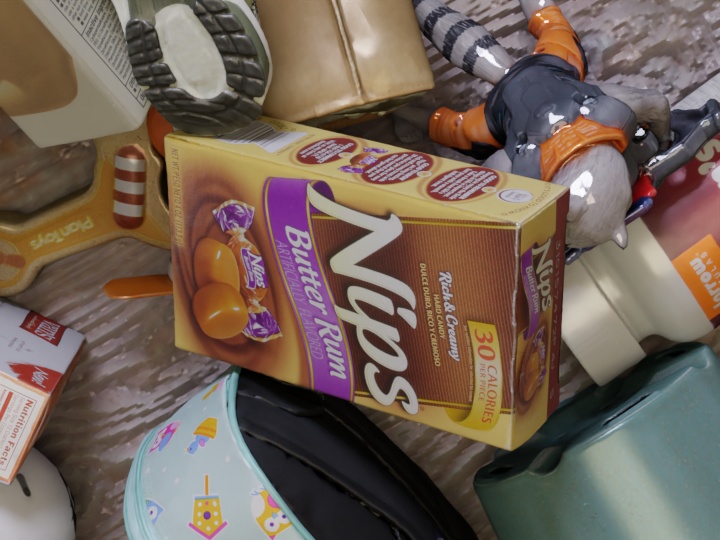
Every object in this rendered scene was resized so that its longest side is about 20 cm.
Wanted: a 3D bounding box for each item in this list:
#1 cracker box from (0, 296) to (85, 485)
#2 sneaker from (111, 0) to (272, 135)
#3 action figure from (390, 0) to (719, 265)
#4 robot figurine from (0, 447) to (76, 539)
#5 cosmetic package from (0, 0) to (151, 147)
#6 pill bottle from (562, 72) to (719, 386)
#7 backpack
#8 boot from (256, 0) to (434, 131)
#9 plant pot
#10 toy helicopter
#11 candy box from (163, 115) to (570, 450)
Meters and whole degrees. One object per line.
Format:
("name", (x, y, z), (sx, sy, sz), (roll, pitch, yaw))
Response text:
("cracker box", (-0.252, 0.030, 0.941), (0.199, 0.134, 0.058), (26, 99, -6))
("sneaker", (-0.094, -0.167, 0.840), (0.076, 0.089, 0.201), (-11, 117, 14))
("action figure", (0.069, -0.060, 0.898), (0.200, 0.194, 0.105), (-40, 128, 0))
("robot figurine", (-0.229, 0.182, 0.976), (0.149, 0.125, 0.201), (19, 104, -6))
("cosmetic package", (-0.169, -0.162, 0.838), (0.071, 0.106, 0.200), (-7, 138, 33))
("pill bottle", (0.183, -0.032, 0.948), (0.199, 0.110, 0.110), (-36, 99, 6))
("backpack", (-0.036, 0.149, 0.937), (0.153, 0.176, 0.201), (-33, 106, 16))
("boot", (0.007, -0.183, 0.908), (0.174, 0.066, 0.202), (-15, 82, 21))
("plant pot", (0.170, 0.158, 0.953), (0.199, 0.200, 0.197), (-30, 91, 5))
("toy helicopter", (-0.125, -0.028, 0.975), (0.199, 0.079, 0.133), (-21, 110, 14))
("candy box", (0.000, 0.000, 0.857), (0.199, 0.056, 0.118), (14, 119, 28))
